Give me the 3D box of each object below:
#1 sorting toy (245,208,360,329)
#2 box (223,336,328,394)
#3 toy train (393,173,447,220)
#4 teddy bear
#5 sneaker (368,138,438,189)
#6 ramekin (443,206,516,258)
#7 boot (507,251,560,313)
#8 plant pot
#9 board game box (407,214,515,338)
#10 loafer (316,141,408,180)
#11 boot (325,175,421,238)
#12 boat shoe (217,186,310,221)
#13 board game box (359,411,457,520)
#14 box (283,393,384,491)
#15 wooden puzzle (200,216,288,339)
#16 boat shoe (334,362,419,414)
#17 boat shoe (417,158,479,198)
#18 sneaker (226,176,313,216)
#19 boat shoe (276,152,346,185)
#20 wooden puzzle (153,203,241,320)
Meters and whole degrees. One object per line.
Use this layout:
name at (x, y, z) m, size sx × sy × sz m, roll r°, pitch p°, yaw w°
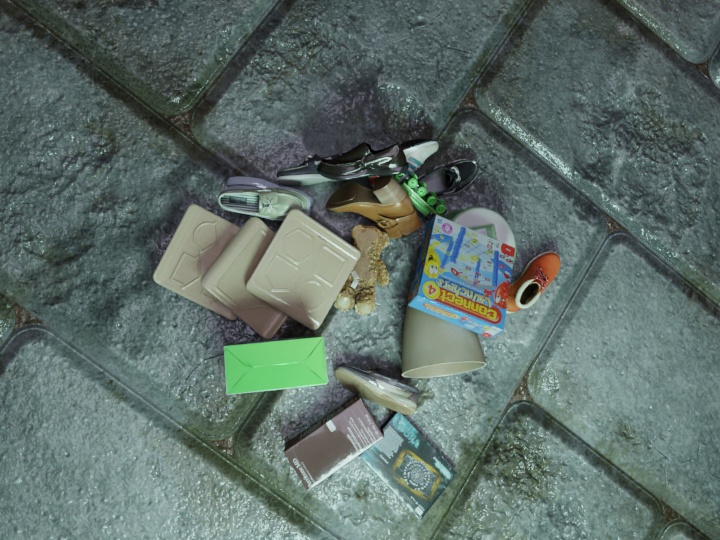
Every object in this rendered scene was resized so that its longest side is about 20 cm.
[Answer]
sorting toy at (-0.121, -0.001, 1.204) m, size 0.183 × 0.036 × 0.202 m, roll 32°, pitch 90°, yaw -16°
box at (-0.176, 0.192, 1.155) m, size 0.195 × 0.176 × 0.099 m, roll -4°, pitch 86°, yaw -10°
toy train at (0.113, -0.183, 1.260) m, size 0.199 × 0.042 × 0.056 m, roll 40°, pitch 115°, yaw -16°
teddy bear at (0.000, 0.000, 1.274) m, size 0.141 × 0.067 × 0.205 m, roll -5°, pitch 91°, yaw -1°
sneaker at (0.101, -0.243, 1.320) m, size 0.197 × 0.070 × 0.095 m, roll -25°, pitch 115°, yaw -21°
ramekin at (0.262, -0.050, 1.302) m, size 0.195 × 0.098 × 0.205 m, roll 1°, pitch 84°, yaw -10°
boot at (0.415, 0.026, 1.320) m, size 0.200 × 0.107 × 0.075 m, roll -42°, pitch 90°, yaw -13°
plant pot at (0.171, 0.120, 1.241) m, size 0.183 × 0.188 × 0.204 m, roll -2°, pitch 71°, yaw -10°
board game box at (0.216, 0.012, 1.179) m, size 0.196 × 0.056 × 0.199 m, roll 21°, pitch 62°, yaw -8°
loafer at (0.003, -0.237, 1.190) m, size 0.195 × 0.073 × 0.073 m, roll -5°, pitch 112°, yaw 4°
boot at (0.029, -0.129, 1.274) m, size 0.155 × 0.197 × 0.075 m, roll 48°, pitch 48°, yaw -38°
boat shoe at (-0.204, -0.138, 1.186) m, size 0.195 × 0.062 × 0.074 m, roll 1°, pitch 106°, yaw -5°
board game box at (0.107, 0.432, 1.256) m, size 0.135 × 0.028 × 0.200 m, roll -44°, pitch 92°, yaw -12°
box at (-0.057, 0.363, 1.200) m, size 0.198 × 0.075 × 0.101 m, roll -34°, pitch 89°, yaw -3°
wooden puzzle at (-0.217, 0.017, 1.215) m, size 0.200 × 0.037 × 0.186 m, roll 43°, pitch 73°, yaw -22°
boat shoe at (0.038, 0.252, 1.247) m, size 0.197 × 0.072 × 0.065 m, roll 24°, pitch 56°, yaw 5°
boat shoe at (0.200, -0.216, 1.329) m, size 0.196 × 0.060 × 0.075 m, roll -20°, pitch 88°, yaw -12°
sneaker at (-0.202, -0.152, 1.241) m, size 0.196 × 0.073 × 0.072 m, roll 15°, pitch 79°, yaw -8°
boat shoe at (-0.094, -0.231, 1.262) m, size 0.195 × 0.074 × 0.062 m, roll -9°, pitch 89°, yaw -13°
wooden puzzle at (-0.319, -0.017, 1.222) m, size 0.197 × 0.046 × 0.188 m, roll 27°, pitch 80°, yaw -11°
